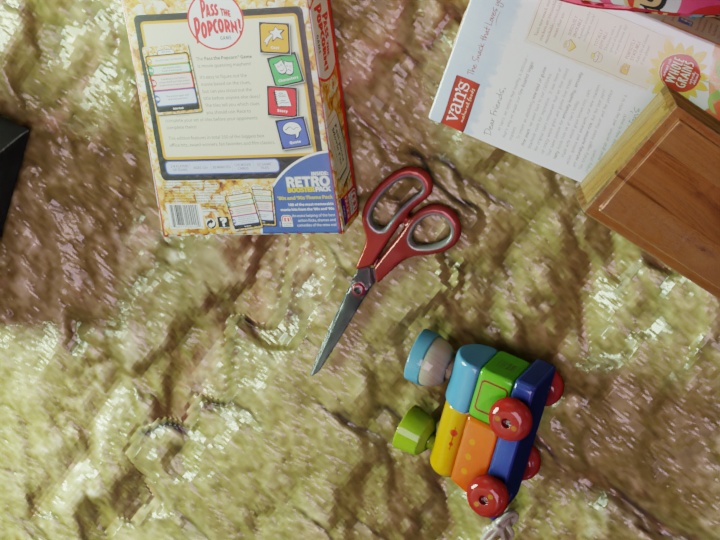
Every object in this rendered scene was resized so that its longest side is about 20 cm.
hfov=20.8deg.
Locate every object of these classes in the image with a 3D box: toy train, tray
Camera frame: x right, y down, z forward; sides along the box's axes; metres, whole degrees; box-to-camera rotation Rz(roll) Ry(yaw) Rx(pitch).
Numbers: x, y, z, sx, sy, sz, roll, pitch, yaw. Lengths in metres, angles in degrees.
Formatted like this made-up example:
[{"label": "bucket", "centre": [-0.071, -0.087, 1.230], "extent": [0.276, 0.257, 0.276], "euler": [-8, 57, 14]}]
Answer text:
[{"label": "toy train", "centre": [0.075, 0.147, 1.533], "extent": [0.115, 0.085, 0.201], "euler": [24, 118, 18]}, {"label": "tray", "centre": [0.258, -0.035, 1.367], "extent": [0.200, 0.037, 0.099], "euler": [30, 114, -24]}]

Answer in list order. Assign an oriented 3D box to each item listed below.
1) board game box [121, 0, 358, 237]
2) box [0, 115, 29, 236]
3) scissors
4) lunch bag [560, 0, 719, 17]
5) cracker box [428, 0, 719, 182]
[{"label": "board game box", "centre": [-0.090, -0.126, 1.480], "extent": [0.151, 0.046, 0.201], "euler": [0, 113, 18]}, {"label": "box", "centre": [-0.394, -0.051, 1.570], "extent": [0.196, 0.117, 0.201], "euler": [25, 119, 6]}, {"label": "scissors", "centre": [0.000, 0.000, 1.528], "extent": [0.073, 0.014, 0.200], "euler": [42, 119, -6]}, {"label": "lunch bag", "centre": [0.172, -0.231, 1.266], "extent": [0.175, 0.200, 0.082], "euler": [10, 120, 13]}, {"label": "cracker box", "centre": [0.164, -0.136, 1.388], "extent": [0.199, 0.058, 0.134], "euler": [23, 119, 5]}]
